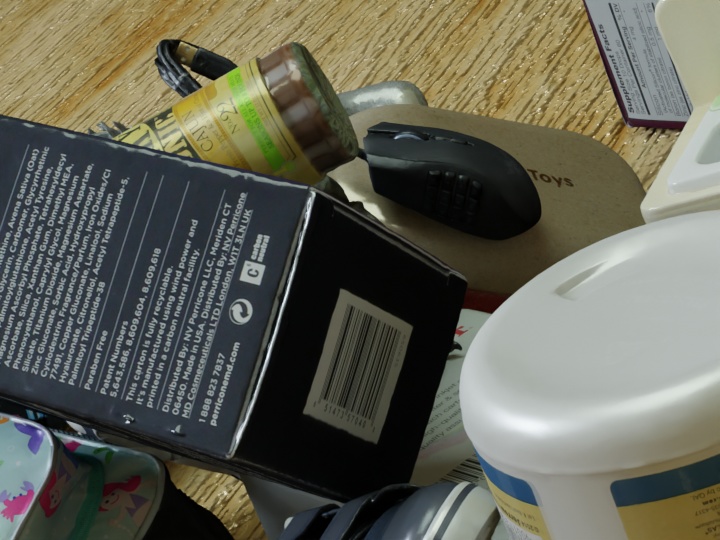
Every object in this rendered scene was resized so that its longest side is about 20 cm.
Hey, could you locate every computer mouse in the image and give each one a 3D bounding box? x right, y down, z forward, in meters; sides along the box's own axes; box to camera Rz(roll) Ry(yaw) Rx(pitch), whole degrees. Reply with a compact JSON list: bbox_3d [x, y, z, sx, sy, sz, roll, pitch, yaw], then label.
[{"bbox_3d":[-0.004,-0.069,1.155,0.199,0.034,0.059,22,35,-4],"label":"computer mouse"}]

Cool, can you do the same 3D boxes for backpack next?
[{"bbox_3d":[-0.176,0.142,1.045,0.199,0.151,0.178,10,65,42],"label":"backpack"}]

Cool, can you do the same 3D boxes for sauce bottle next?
[{"bbox_3d":[-0.099,-0.030,1.099,0.200,0.065,0.065,-30,22,6],"label":"sauce bottle"}]

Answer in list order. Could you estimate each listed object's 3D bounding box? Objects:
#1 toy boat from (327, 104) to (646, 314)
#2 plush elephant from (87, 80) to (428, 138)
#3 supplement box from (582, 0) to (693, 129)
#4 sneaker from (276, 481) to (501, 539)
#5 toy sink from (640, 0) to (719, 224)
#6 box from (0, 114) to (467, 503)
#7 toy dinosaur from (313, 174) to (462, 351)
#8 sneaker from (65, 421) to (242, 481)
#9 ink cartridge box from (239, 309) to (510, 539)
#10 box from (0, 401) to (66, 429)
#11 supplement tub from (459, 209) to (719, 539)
[{"bbox_3d":[0.052,-0.001,1.247,0.199,0.131,0.131,8,37,-23],"label":"toy boat"},{"bbox_3d":[-0.054,-0.005,1.330,0.199,0.155,0.165,3,-33,-25],"label":"plush elephant"},{"bbox_3d":[0.248,-0.151,1.411,0.131,0.104,0.200,-37,28,-31],"label":"supplement box"},{"bbox_3d":[-0.006,0.128,0.918,0.079,0.079,0.200,-56,-7,-32],"label":"sneaker"},{"bbox_3d":[0.205,-0.028,1.038,0.130,0.201,0.112,-14,23,31],"label":"toy sink"},{"bbox_3d":[-0.083,0.014,0.959,0.199,0.148,0.105,14,83,27],"label":"box"},{"bbox_3d":[0.000,0.000,1.109,0.047,0.088,0.200,-27,22,-5],"label":"toy dinosaur"},{"bbox_3d":[-0.076,0.057,1.159,0.199,0.080,0.129,10,10,-38],"label":"sneaker"},{"bbox_3d":[0.064,0.096,1.056,0.146,0.083,0.200,-34,23,-26],"label":"ink cartridge box"},{"bbox_3d":[-0.211,0.081,1.321,0.159,0.046,0.200,-36,7,-28],"label":"box"},{"bbox_3d":[0.129,0.096,0.846,0.144,0.201,0.145,-18,23,8],"label":"supplement tub"}]
